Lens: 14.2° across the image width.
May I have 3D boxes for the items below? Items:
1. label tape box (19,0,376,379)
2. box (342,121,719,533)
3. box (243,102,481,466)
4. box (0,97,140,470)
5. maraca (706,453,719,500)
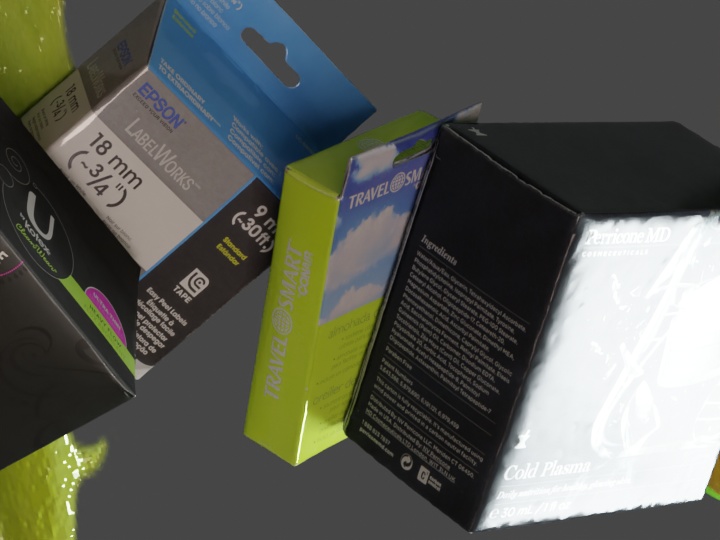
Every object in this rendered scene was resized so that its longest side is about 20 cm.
[{"bbox_3d":[-0.102,-0.059,1.606,0.200,0.063,0.144,-41,118,8],"label":"label tape box"},{"bbox_3d":[0.121,0.027,1.630,0.200,0.124,0.197,-4,118,-42],"label":"box"},{"bbox_3d":[0.000,0.000,1.622,0.122,0.048,0.201,-26,136,-46],"label":"box"},{"bbox_3d":[-0.236,0.028,1.522,0.200,0.124,0.149,-28,121,14],"label":"box"},{"bbox_3d":[0.282,0.081,1.746,0.199,0.107,0.137,-7,125,-21],"label":"maraca"}]
